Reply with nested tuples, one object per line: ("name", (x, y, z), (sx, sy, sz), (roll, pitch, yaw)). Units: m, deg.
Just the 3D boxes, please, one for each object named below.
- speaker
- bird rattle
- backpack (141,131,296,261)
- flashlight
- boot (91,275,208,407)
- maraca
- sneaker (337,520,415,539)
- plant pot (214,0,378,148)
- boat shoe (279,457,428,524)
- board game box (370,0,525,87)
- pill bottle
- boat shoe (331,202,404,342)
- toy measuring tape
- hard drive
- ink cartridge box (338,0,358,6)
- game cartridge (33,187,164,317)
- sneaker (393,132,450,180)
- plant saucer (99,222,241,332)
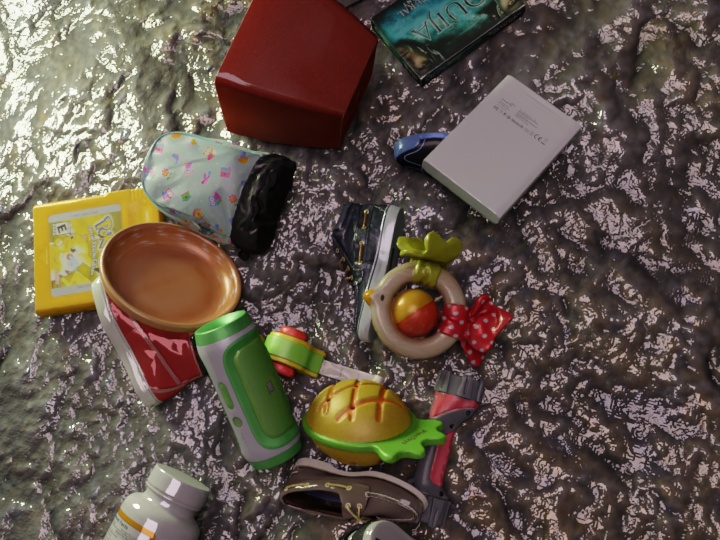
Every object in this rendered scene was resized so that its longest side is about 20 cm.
("speaker", (-0.148, 0.159, 1.088), (0.088, 0.088, 0.201), (-21, 100, 1))
("bird rattle", (0.095, 0.049, 1.099), (0.163, 0.113, 0.201), (-31, 98, -8))
("backpack", (-0.212, -0.125, 1.186), (0.199, 0.127, 0.168), (20, 82, 15))
("flashlight", (0.112, 0.236, 1.082), (0.068, 0.068, 0.201), (3, 76, 49))
("boot", (-0.283, 0.074, 1.165), (0.144, 0.072, 0.201), (-29, 89, -2))
("maraca", (0.015, 0.201, 1.056), (0.199, 0.137, 0.108), (10, 114, 39))
("sneaker", (0.054, 0.391, 1.049), (0.200, 0.112, 0.073), (44, 50, -15))
("plant pot", (-0.082, -0.286, 1.185), (0.175, 0.200, 0.201), (23, 79, 1))
("boat shoe", (-0.012, 0.293, 1.049), (0.199, 0.072, 0.060), (6, 39, 28))
("board game box", (0.134, -0.391, 1.260), (0.200, 0.028, 0.136), (-36, 73, -3))
("pill bottle", (-0.280, 0.363, 1.073), (0.111, 0.111, 0.201), (25, 80, 13))
("boat shoe", (0.000, 0.000, 1.160), (0.090, 0.071, 0.201), (8, 74, 18))
("toy measuring tape", (-0.067, 0.124, 1.130), (0.199, 0.074, 0.074), (17, 78, 12))
("hard drive", (0.197, -0.172, 1.137), (0.132, 0.027, 0.200), (39, 67, 13))
("ink cartridge box", (-0.019, -0.507, 1.282), (0.199, 0.085, 0.145), (-27, 73, -1))
("game cartridge", (-0.393, -0.030, 1.233), (0.199, 0.032, 0.177), (-10, 74, 6))
("sneaker", (0.143, -0.146, 1.173), (0.199, 0.070, 0.078), (4, 69, 7))
("plant saucer", (-0.267, 0.013, 1.151), (0.199, 0.038, 0.201), (18, 40, -16))
